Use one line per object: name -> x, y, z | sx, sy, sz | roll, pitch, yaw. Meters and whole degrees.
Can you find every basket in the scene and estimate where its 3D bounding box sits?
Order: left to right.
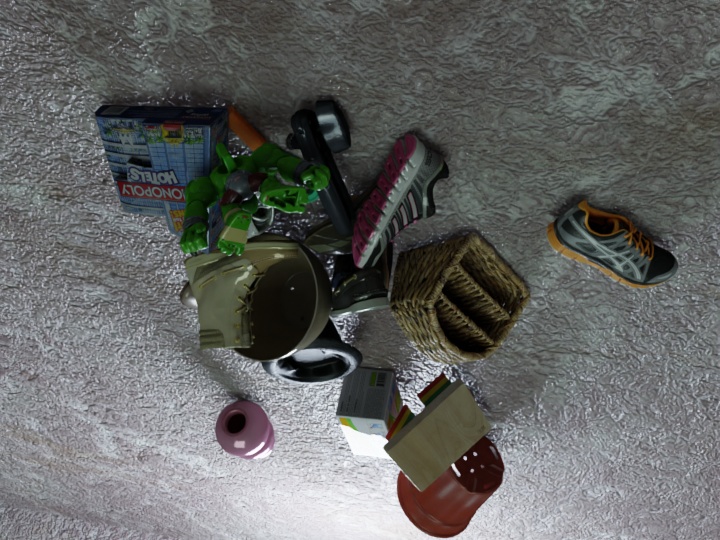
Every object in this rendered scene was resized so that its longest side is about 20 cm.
basket -> 0.158, 0.058, 1.369 | 0.148, 0.144, 0.200 | -13, 141, 34

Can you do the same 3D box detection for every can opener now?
can opener -> -0.046, -0.131, 1.179 | 0.078, 0.064, 0.201 | 2, 127, 24

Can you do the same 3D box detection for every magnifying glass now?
magnifying glass -> -0.126, -0.159, 1.236 | 0.079, 0.023, 0.200 | -12, 140, 33

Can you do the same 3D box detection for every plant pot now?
plant pot -> -0.122, 0.046, 1.420 | 0.199, 0.202, 0.134 | -8, 172, 27
plant pot -> 0.210, 0.463, 1.945 | 0.199, 0.202, 0.196 | 20, 138, -14

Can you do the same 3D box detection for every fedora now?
fedora -> -0.090, 0.134, 1.594 | 0.199, 0.092, 0.201 | -5, 153, -3

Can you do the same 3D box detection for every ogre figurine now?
ogre figurine -> -0.146, -0.102, 1.117 | 0.200, 0.120, 0.098 | -41, 137, 7

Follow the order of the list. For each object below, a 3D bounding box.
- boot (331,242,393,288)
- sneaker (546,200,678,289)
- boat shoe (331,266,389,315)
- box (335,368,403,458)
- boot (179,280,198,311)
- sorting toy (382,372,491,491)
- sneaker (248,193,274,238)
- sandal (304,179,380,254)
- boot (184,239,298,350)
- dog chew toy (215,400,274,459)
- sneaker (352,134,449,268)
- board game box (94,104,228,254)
boot -> 0.000, 0.000, 1.372 | 0.096, 0.075, 0.200 | 7, 158, 1
sneaker -> 0.364, -0.037, 1.228 | 0.198, 0.079, 0.077 | 17, 138, -12
boat shoe -> -0.004, 0.033, 1.316 | 0.071, 0.061, 0.201 | -11, 177, -16
box -> 0.025, 0.298, 1.803 | 0.100, 0.113, 0.201 | 4, 148, 15
boot -> -0.217, 0.071, 1.496 | 0.146, 0.070, 0.200 | 38, -174, 7
sorting toy -> 0.143, 0.316, 1.746 | 0.070, 0.199, 0.200 | 44, 172, 42
sneaker -> -0.175, -0.076, 1.303 | 0.080, 0.076, 0.200 | 39, 150, 4
sandal -> -0.002, -0.088, 1.286 | 0.081, 0.055, 0.200 | 25, 131, -31
boot -> -0.173, 0.038, 1.332 | 0.199, 0.157, 0.073 | -12, 173, 22
dog chew toy -> -0.254, 0.378, 2.010 | 0.123, 0.125, 0.200 | 1, 154, 15
sneaker -> 0.057, -0.083, 1.197 | 0.087, 0.074, 0.201 | 18, 111, -25
board game box -> -0.264, -0.124, 1.216 | 0.198, 0.062, 0.201 | 5, 124, 19
